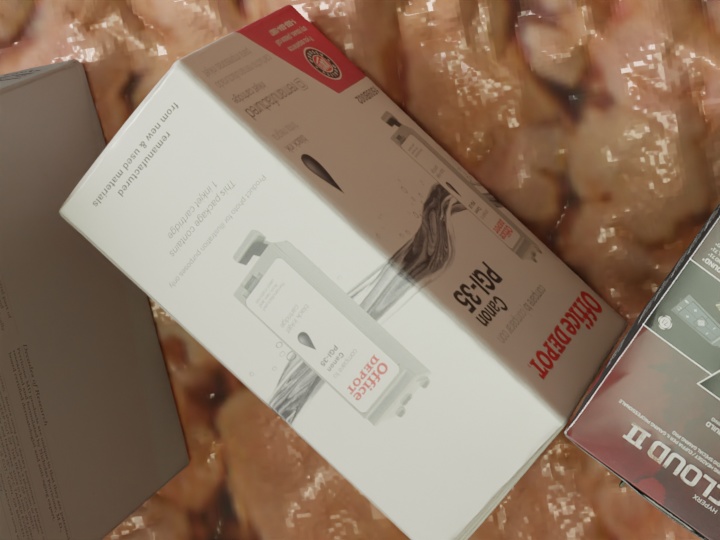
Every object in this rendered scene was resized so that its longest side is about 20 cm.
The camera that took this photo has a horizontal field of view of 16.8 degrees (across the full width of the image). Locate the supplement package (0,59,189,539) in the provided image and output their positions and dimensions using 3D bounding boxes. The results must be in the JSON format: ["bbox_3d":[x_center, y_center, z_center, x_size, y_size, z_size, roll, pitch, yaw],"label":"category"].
[{"bbox_3d":[-0.192,0.033,1.005,0.146,0.200,0.193,-11,100,19],"label":"supplement package"}]

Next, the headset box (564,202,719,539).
[{"bbox_3d":[0.162,0.002,0.918,0.077,0.149,0.200,37,112,6],"label":"headset box"}]

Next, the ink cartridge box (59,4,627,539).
[{"bbox_3d":[0.000,0.000,0.967,0.200,0.147,0.083,43,111,2],"label":"ink cartridge box"}]
